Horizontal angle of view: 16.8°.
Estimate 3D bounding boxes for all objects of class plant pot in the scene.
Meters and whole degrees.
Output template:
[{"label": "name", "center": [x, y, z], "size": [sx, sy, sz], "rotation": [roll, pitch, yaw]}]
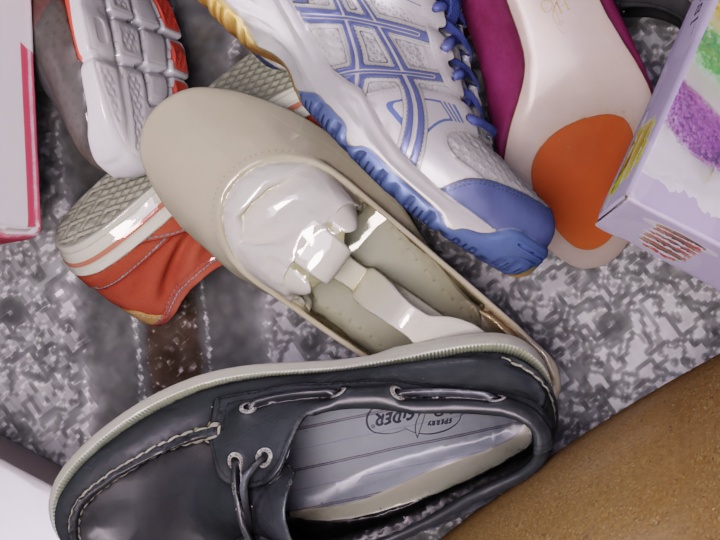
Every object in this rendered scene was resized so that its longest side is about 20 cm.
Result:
[{"label": "plant pot", "center": [0.094, 0.147, 0.918], "size": [0.199, 0.186, 0.187], "rotation": [-24, 82, 20]}]

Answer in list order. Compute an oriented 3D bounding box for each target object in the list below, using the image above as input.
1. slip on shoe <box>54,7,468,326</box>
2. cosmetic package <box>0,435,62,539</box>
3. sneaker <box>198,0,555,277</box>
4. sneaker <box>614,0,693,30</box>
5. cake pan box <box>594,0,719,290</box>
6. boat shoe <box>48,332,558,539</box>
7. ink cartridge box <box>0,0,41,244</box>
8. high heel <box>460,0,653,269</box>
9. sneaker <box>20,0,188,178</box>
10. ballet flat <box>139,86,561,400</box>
[{"label": "slip on shoe", "center": [-0.032, -0.051, 1.006], "size": [0.200, 0.074, 0.061], "rotation": [-39, 115, -2]}, {"label": "cosmetic package", "center": [-0.186, 0.110, 1.001], "size": [0.199, 0.085, 0.108], "rotation": [28, 89, 9]}, {"label": "sneaker", "center": [0.013, -0.088, 0.924], "size": [0.088, 0.075, 0.200], "rotation": [-44, 79, 2]}, {"label": "sneaker", "center": [0.094, -0.148, 0.986], "size": [0.200, 0.076, 0.088], "rotation": [34, 97, 10]}, {"label": "cake pan box", "center": [0.212, -0.055, 0.914], "size": [0.199, 0.052, 0.185], "rotation": [28, 78, -5]}, {"label": "boat shoe", "center": [-0.020, 0.078, 0.911], "size": [0.198, 0.066, 0.075], "rotation": [-10, 114, -3]}, {"label": "ink cartridge box", "center": [-0.231, -0.075, 0.986], "size": [0.199, 0.085, 0.147], "rotation": [-8, 83, 36]}, {"label": "high heel", "center": [0.072, -0.101, 0.977], "size": [0.067, 0.096, 0.201], "rotation": [-14, 122, -4]}, {"label": "sneaker", "center": [-0.133, -0.112, 1.014], "size": [0.082, 0.077, 0.201], "rotation": [-31, 59, 19]}, {"label": "ballet flat", "center": [0.000, 0.000, 0.953], "size": [0.200, 0.069, 0.070], "rotation": [37, 92, -16]}]
